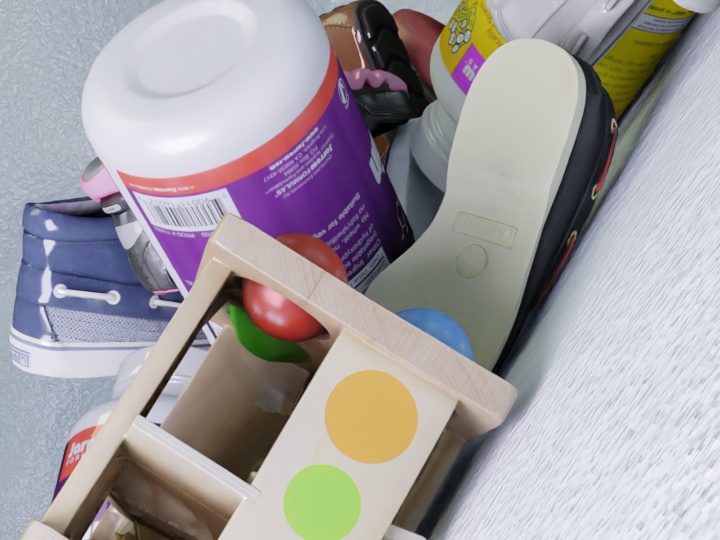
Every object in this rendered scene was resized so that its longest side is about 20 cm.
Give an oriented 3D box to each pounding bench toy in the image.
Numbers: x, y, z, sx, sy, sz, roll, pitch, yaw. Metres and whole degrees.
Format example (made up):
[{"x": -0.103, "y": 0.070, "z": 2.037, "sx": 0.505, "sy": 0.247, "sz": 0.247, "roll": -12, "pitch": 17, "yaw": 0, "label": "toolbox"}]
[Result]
[{"x": -0.041, "y": 0.081, "z": 0.666, "sx": 0.156, "sy": 0.124, "sz": 0.200, "roll": -59, "pitch": 2, "yaw": -15, "label": "pounding bench toy"}]

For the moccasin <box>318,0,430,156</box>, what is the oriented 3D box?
[{"x": 0.013, "y": -0.062, "z": 1.022, "sx": 0.078, "sy": 0.202, "sz": 0.074, "roll": -23, "pitch": 5, "yaw": 32, "label": "moccasin"}]

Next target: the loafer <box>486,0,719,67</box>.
[{"x": 0.143, "y": -0.147, "z": 0.728, "sx": 0.200, "sy": 0.070, "sz": 0.070, "roll": -33, "pitch": -2, "yaw": 40, "label": "loafer"}]

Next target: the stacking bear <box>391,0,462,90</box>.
[{"x": 0.134, "y": -0.178, "z": 1.039, "sx": 0.200, "sy": 0.114, "sz": 0.121, "roll": -46, "pitch": -38, "yaw": 19, "label": "stacking bear"}]

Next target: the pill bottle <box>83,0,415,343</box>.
[{"x": -0.041, "y": -0.028, "z": 0.776, "sx": 0.113, "sy": 0.112, "sz": 0.200, "roll": -57, "pitch": -38, "yaw": -29, "label": "pill bottle"}]

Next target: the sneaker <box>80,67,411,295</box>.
[{"x": -0.050, "y": -0.046, "z": 0.896, "sx": 0.199, "sy": 0.096, "sz": 0.079, "roll": -24, "pitch": 3, "yaw": -30, "label": "sneaker"}]

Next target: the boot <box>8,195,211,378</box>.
[{"x": -0.097, "y": 0.004, "z": 0.929, "sx": 0.199, "sy": 0.073, "sz": 0.091, "roll": -4, "pitch": -71, "yaw": -38, "label": "boot"}]

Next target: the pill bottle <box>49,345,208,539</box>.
[{"x": -0.104, "y": 0.142, "z": 0.834, "sx": 0.113, "sy": 0.112, "sz": 0.201, "roll": 125, "pitch": 158, "yaw": -54, "label": "pill bottle"}]

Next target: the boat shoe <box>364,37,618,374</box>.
[{"x": 0.054, "y": -0.001, "z": 0.737, "sx": 0.063, "sy": 0.074, "sz": 0.202, "roll": 20, "pitch": -84, "yaw": -58, "label": "boat shoe"}]

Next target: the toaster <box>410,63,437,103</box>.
[{"x": 0.008, "y": -0.047, "z": 1.132, "sx": 0.200, "sy": 0.129, "sz": 0.114, "roll": -40, "pitch": 1, "yaw": -2, "label": "toaster"}]

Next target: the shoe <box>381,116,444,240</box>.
[{"x": 0.000, "y": 0.000, "z": 0.926, "sx": 0.091, "sy": 0.072, "sz": 0.201, "roll": -15, "pitch": 46, "yaw": 27, "label": "shoe"}]

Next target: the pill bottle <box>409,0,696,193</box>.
[{"x": 0.103, "y": -0.124, "z": 0.865, "sx": 0.200, "sy": 0.104, "sz": 0.104, "roll": -57, "pitch": 1, "yaw": 36, "label": "pill bottle"}]
